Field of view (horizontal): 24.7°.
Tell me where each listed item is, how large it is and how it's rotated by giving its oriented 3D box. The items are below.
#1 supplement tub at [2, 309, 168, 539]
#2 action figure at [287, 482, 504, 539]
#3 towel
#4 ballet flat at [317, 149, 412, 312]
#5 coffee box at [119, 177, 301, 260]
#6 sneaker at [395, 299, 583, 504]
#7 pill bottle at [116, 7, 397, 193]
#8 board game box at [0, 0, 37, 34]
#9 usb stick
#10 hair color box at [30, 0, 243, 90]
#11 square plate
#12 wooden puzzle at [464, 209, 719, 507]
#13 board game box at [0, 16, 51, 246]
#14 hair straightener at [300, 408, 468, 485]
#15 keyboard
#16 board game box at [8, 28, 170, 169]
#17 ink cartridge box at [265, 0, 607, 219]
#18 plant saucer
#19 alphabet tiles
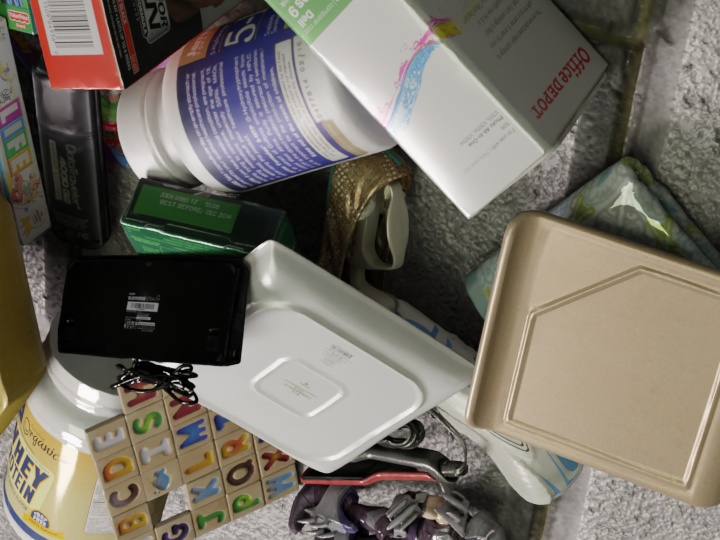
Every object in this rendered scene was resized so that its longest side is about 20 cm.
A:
[{"bbox_3d":[-0.219,0.135,1.389,0.143,0.145,0.201,27,127,10],"label":"supplement tub"},{"bbox_3d":[0.038,0.220,1.352,0.198,0.070,0.131,-3,133,36],"label":"action figure"},{"bbox_3d":[0.194,0.036,1.185,0.200,0.048,0.171,48,125,-6],"label":"towel"},{"bbox_3d":[0.000,0.000,1.229,0.065,0.070,0.202,27,122,35],"label":"ballet flat"},{"bbox_3d":[-0.099,0.007,1.254,0.122,0.044,0.200,13,155,17],"label":"coffee box"},{"bbox_3d":[0.092,0.092,1.266,0.200,0.072,0.072,44,157,12],"label":"sneaker"},{"bbox_3d":[-0.072,-0.121,1.177,0.198,0.120,0.121,-14,111,31],"label":"pill bottle"},{"bbox_3d":[-0.296,-0.286,1.223,0.150,0.036,0.202,18,126,39],"label":"board game box"},{"bbox_3d":[-0.226,-0.091,1.299,0.055,0.033,0.201,17,141,9],"label":"usb stick"},{"bbox_3d":[-0.144,-0.205,1.114,0.061,0.200,0.102,3,120,24],"label":"hair color box"},{"bbox_3d":[-0.045,0.077,1.220,0.199,0.029,0.198,32,137,-22],"label":"square plate"},{"bbox_3d":[0.184,0.061,1.157,0.198,0.037,0.187,17,122,11],"label":"wooden puzzle"},{"bbox_3d":[-0.320,-0.128,1.312,0.134,0.034,0.201,27,139,29],"label":"board game box"},{"bbox_3d":[0.010,0.138,1.309,0.199,0.041,0.077,0,122,49],"label":"hair straightener"},{"bbox_3d":[-0.149,0.043,1.205,0.199,0.039,0.105,2,80,44],"label":"keyboard"},{"bbox_3d":[-0.204,-0.161,1.271,0.157,0.039,0.201,-28,103,36],"label":"board game box"},{"bbox_3d":[0.054,-0.155,1.077,0.200,0.145,0.087,45,127,-4],"label":"ink cartridge box"},{"bbox_3d":[-0.303,0.039,1.326,0.200,0.048,0.202,-43,59,59],"label":"plant saucer"},{"bbox_3d":[-0.134,0.144,1.337,0.008,0.166,0.201,49,155,44],"label":"alphabet tiles"}]
